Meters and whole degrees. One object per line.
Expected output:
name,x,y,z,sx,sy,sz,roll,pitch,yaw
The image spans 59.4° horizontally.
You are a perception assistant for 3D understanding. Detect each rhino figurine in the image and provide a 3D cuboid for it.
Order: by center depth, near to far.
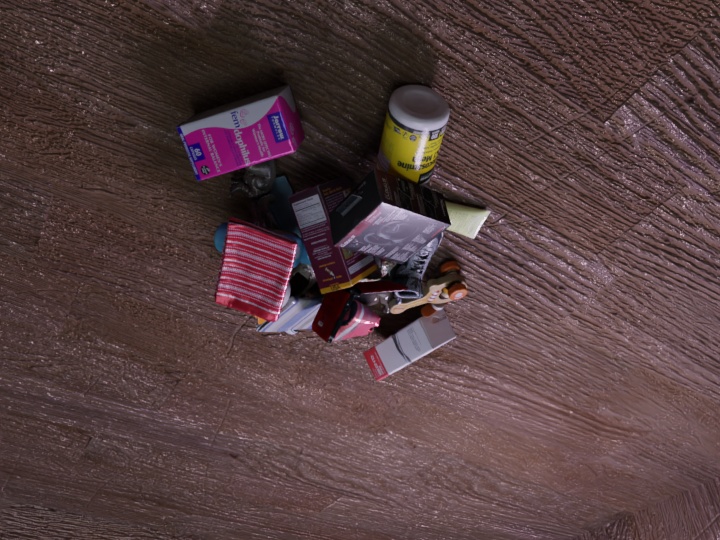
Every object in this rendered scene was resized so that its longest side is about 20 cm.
rhino figurine,-0.004,0.060,1.529,0.194,0.061,0.088,-4,144,15

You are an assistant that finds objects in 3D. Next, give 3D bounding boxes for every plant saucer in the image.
plant saucer,-0.156,-0.124,1.351,0.068,0.019,0.202,-12,138,11

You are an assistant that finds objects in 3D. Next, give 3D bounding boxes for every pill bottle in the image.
pill bottle,0.090,-0.226,1.168,0.109,0.115,0.203,5,139,-7

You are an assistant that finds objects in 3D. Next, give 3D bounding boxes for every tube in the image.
tube,0.177,-0.119,1.344,0.194,0.054,0.058,13,170,-20

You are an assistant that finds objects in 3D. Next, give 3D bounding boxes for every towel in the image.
towel,-0.207,0.005,1.226,0.141,0.023,0.204,19,125,-1
towel,-0.132,0.099,1.459,0.146,0.024,0.197,-38,155,33

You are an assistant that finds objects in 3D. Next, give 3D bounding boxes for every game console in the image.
game console,-0.008,0.082,1.332,0.116,0.176,0.200,27,176,-13

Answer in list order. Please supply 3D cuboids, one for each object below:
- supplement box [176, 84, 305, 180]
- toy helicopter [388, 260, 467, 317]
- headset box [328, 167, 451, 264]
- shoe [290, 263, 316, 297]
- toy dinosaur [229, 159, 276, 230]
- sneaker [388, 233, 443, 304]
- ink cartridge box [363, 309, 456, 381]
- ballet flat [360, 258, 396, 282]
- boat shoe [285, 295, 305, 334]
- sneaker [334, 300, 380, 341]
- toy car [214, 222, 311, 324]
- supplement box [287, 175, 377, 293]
supplement box,-0.210,-0.247,1.128,0.194,0.104,0.104,-14,113,12
toy helicopter,0.161,0.064,1.506,0.194,0.081,0.133,-17,150,-1
headset box,0.046,-0.097,1.168,0.196,0.079,0.148,13,142,-36
shoe,-0.137,0.025,1.447,0.070,0.054,0.200,38,103,-25
toy dinosaur,-0.206,-0.190,1.245,0.099,0.077,0.206,6,107,-11
sneaker,0.128,-0.008,1.412,0.074,0.116,0.201,16,136,-20
ink cartridge box,0.127,0.188,1.606,0.198,0.085,0.143,-36,168,32
ballet flat,0.000,0.000,1.445,0.197,0.077,0.064,-28,173,26
boat shoe,-0.163,0.084,1.541,0.069,0.073,0.203,-1,137,6
sneaker,-0.015,0.139,1.532,0.085,0.076,0.200,21,156,-14
toy car,-0.197,0.016,1.311,0.179,0.207,0.176,11,-172,21
supplement box,-0.053,-0.073,1.258,0.084,0.110,0.205,-14,99,34
